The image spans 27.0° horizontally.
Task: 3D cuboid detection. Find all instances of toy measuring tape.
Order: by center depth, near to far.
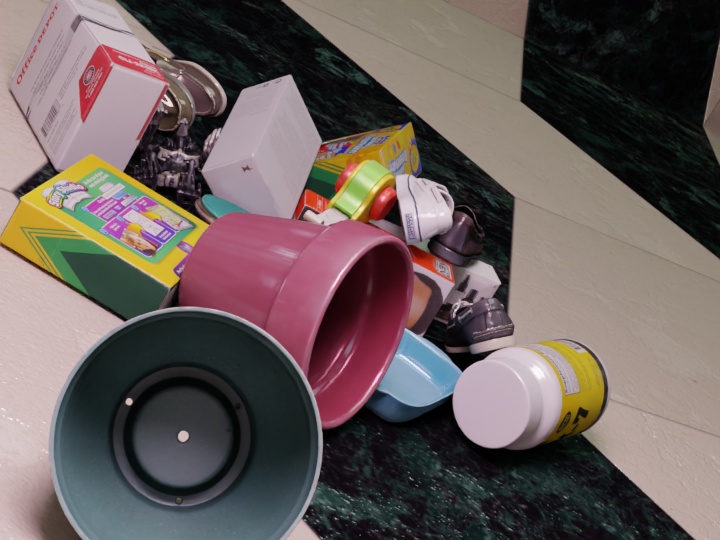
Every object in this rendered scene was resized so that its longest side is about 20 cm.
[{"bbox_3d":[-0.006,-0.088,1.698,0.073,0.074,0.200,36,18,13],"label":"toy measuring tape"}]

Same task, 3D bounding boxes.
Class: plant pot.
[{"bbox_3d":[-0.135,0.131,1.156,0.199,0.201,0.134,29,-7,-6],"label":"plant pot"},{"bbox_3d":[-0.071,0.031,1.476,0.178,0.201,0.200,23,15,26],"label":"plant pot"}]

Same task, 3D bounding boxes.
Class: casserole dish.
[{"bbox_3d":[0.038,0.114,1.632,0.121,0.039,0.200,38,21,16],"label":"casserole dish"}]

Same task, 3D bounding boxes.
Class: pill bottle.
[{"bbox_3d":[0.191,0.139,1.679,0.114,0.115,0.200,41,22,25],"label":"pill bottle"}]

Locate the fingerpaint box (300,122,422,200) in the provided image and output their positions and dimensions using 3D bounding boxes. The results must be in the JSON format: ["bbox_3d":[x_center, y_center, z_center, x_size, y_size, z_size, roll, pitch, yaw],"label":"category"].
[{"bbox_3d":[-0.023,-0.126,1.925,0.166,0.074,0.200,-10,13,17],"label":"fingerpaint box"}]

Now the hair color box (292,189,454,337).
[{"bbox_3d":[0.000,0.000,1.753,0.199,0.102,0.061,27,19,-11],"label":"hair color box"}]

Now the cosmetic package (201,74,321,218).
[{"bbox_3d":[-0.113,-0.135,1.765,0.200,0.071,0.102,-73,143,-55],"label":"cosmetic package"}]

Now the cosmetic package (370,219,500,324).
[{"bbox_3d":[0.070,0.003,1.874,0.199,0.083,0.051,22,21,-23],"label":"cosmetic package"}]

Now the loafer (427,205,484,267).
[{"bbox_3d":[0.128,-0.051,1.867,0.072,0.063,0.200,28,13,3],"label":"loafer"}]

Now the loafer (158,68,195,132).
[{"bbox_3d":[-0.304,-0.235,1.937,0.199,0.076,0.070,31,31,12],"label":"loafer"}]

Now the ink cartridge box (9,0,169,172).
[{"bbox_3d":[-0.318,-0.215,1.741,0.083,0.145,0.200,16,25,-40],"label":"ink cartridge box"}]

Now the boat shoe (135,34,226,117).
[{"bbox_3d":[-0.274,-0.262,2.030,0.199,0.072,0.059,32,25,13],"label":"boat shoe"}]

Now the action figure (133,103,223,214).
[{"bbox_3d":[-0.214,-0.138,1.778,0.118,0.103,0.200,15,24,-9],"label":"action figure"}]

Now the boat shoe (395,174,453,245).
[{"bbox_3d":[0.079,-0.072,1.779,0.065,0.074,0.200,-10,18,2],"label":"boat shoe"}]

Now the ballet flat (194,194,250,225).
[{"bbox_3d":[-0.106,-0.012,1.679,0.199,0.067,0.068,28,25,-7],"label":"ballet flat"}]

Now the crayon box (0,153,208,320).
[{"bbox_3d":[-0.249,-0.033,1.538,0.172,0.058,0.200,30,19,1],"label":"crayon box"}]

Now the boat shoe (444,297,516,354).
[{"bbox_3d":[0.137,0.061,1.756,0.072,0.063,0.200,-13,0,-8],"label":"boat shoe"}]
